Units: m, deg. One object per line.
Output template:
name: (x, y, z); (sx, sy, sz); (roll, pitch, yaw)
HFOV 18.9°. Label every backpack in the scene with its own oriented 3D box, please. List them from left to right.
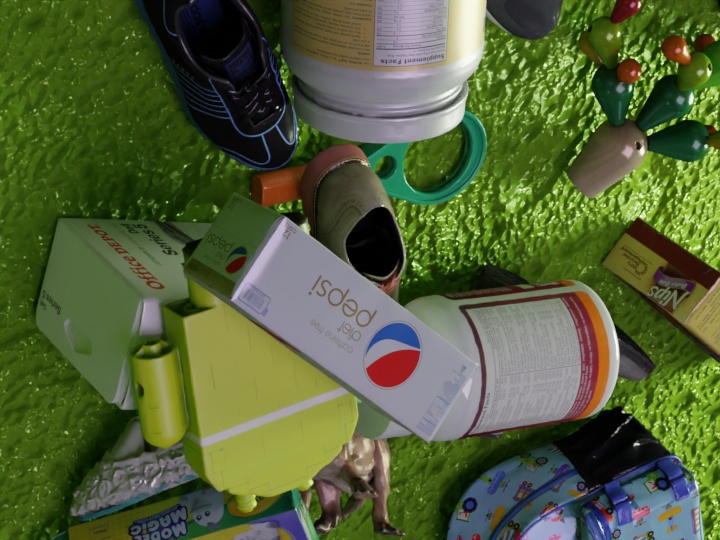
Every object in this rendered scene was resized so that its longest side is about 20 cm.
backpack: (0.178, 0.236, 1.839); (0.199, 0.135, 0.184); (-19, 124, -22)

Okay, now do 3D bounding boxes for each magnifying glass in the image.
magnifying glass: (0.009, -0.078, 1.623); (0.199, 0.022, 0.080); (-14, 123, -30)

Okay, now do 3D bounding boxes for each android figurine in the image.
android figurine: (-0.066, 0.066, 1.440); (0.181, 0.041, 0.201); (-21, 117, -27)

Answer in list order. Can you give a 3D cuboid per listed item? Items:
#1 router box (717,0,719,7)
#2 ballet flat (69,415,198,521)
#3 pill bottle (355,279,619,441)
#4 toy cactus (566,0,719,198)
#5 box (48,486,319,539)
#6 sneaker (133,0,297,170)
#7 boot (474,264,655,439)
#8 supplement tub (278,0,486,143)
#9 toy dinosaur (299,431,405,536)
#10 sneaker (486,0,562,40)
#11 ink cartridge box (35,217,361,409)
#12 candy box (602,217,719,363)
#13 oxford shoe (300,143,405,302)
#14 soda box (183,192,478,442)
router box: (0.339, -0.290, 1.702); (0.150, 0.062, 0.201); (-39, 130, -12)
ballet flat: (-0.132, 0.128, 1.578); (0.199, 0.072, 0.072); (-19, 136, 25)
pill bottle: (0.087, 0.070, 1.629); (0.199, 0.110, 0.110); (-6, 118, -30)
toy cactus: (0.225, -0.131, 1.711); (0.165, 0.103, 0.199); (-44, 137, 20)
box: (-0.133, 0.220, 1.619); (0.199, 0.049, 0.118); (-15, 139, 4)
sneaker: (-0.090, -0.135, 1.483); (0.070, 0.078, 0.200); (-41, 130, -8)
boot: (0.139, 0.083, 1.780); (0.199, 0.068, 0.131); (23, 106, -33)
supplement tub: (0.016, -0.203, 1.474); (0.145, 0.145, 0.201); (-14, 123, -28)
toy dinosaur: (-0.014, 0.132, 1.690); (0.085, 0.136, 0.200); (-7, 155, 15)
sneaker: (0.116, -0.247, 1.558); (0.074, 0.085, 0.201); (-29, 128, -17)
ink cartridge box: (-0.106, 0.029, 1.517); (0.199, 0.145, 0.085); (1, 112, -35)
candy box: (0.304, 0.042, 1.827); (0.057, 0.117, 0.200); (-51, 132, 1)
oxford shoe: (0.000, 0.000, 1.609); (0.070, 0.075, 0.201); (-28, 140, -11)
soda box: (-0.018, 0.032, 1.394); (0.200, 0.068, 0.064); (38, 83, -36)
